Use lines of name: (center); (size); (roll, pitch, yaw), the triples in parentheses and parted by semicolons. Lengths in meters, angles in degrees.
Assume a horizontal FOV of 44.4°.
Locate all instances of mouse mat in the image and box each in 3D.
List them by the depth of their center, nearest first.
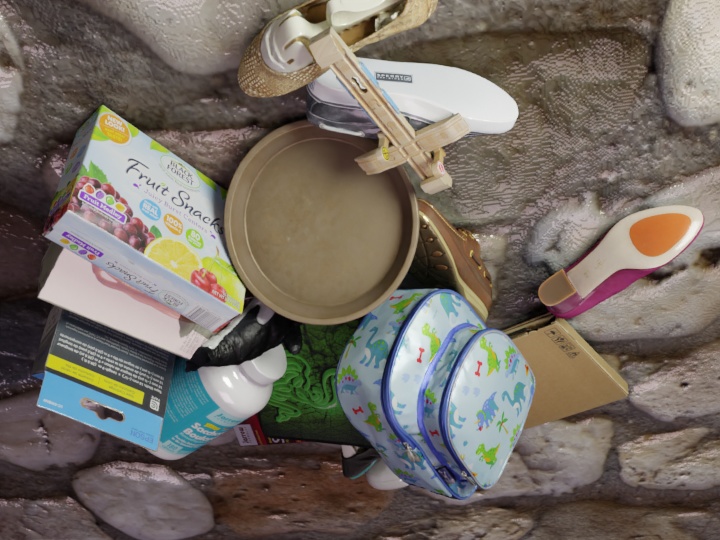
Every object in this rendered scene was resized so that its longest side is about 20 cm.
mouse mat: (-0.054, 0.132, 1.057); (0.196, 0.007, 0.165); (-1, 105, 32)

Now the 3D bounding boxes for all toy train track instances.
toy train track: (0.021, -0.127, 0.770); (0.113, 0.033, 0.200); (-19, 135, 30)

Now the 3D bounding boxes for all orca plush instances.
orca plush: (-0.093, 0.060, 0.946); (0.071, 0.199, 0.106); (36, 124, 18)

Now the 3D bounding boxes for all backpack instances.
backpack: (0.085, 0.121, 0.939); (0.145, 0.185, 0.200); (-1, 139, 49)

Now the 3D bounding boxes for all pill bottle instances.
pill bottle: (-0.181, 0.140, 1.060); (0.198, 0.112, 0.110); (-33, 128, 28)

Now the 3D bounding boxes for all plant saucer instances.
plant saucer: (-0.038, -0.048, 0.881); (0.195, 0.029, 0.205); (0, 96, 5)

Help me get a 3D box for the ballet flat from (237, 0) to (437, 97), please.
ballet flat: (-0.030, -0.211, 0.752); (0.197, 0.072, 0.065); (-25, 171, 15)

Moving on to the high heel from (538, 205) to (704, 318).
high heel: (0.295, -0.010, 0.996); (0.197, 0.069, 0.096); (-27, 161, 20)

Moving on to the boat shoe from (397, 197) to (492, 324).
boat shoe: (0.094, -0.016, 0.967); (0.071, 0.068, 0.201); (7, 148, 37)

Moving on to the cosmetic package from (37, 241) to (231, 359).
cosmetic package: (-0.236, 0.013, 0.952); (0.197, 0.104, 0.088); (26, 104, -27)

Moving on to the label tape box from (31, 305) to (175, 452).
label tape box: (-0.284, 0.101, 0.986); (0.143, 0.203, 0.063); (29, 133, -28)

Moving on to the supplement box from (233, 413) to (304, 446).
supplement box: (-0.074, 0.174, 1.168); (0.195, 0.062, 0.110); (-5, 137, 6)

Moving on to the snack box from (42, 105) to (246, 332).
snack box: (-0.199, -0.048, 0.871); (0.053, 0.144, 0.199); (-32, 129, 32)

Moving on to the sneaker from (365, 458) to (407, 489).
sneaker: (0.079, 0.236, 1.239); (0.198, 0.076, 0.089); (-29, 118, 20)

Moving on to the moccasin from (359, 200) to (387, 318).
moccasin: (0.000, 0.000, 0.969); (0.067, 0.082, 0.202); (-2, 136, -1)

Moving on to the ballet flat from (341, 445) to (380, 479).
ballet flat: (0.017, 0.205, 1.106); (0.068, 0.068, 0.200); (42, 141, -7)

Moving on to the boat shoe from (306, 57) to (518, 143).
boat shoe: (0.045, -0.146, 0.822); (0.195, 0.073, 0.069); (6, 137, -5)

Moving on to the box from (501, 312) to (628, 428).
box: (0.232, 0.136, 1.150); (0.162, 0.022, 0.199); (-25, 133, 31)
